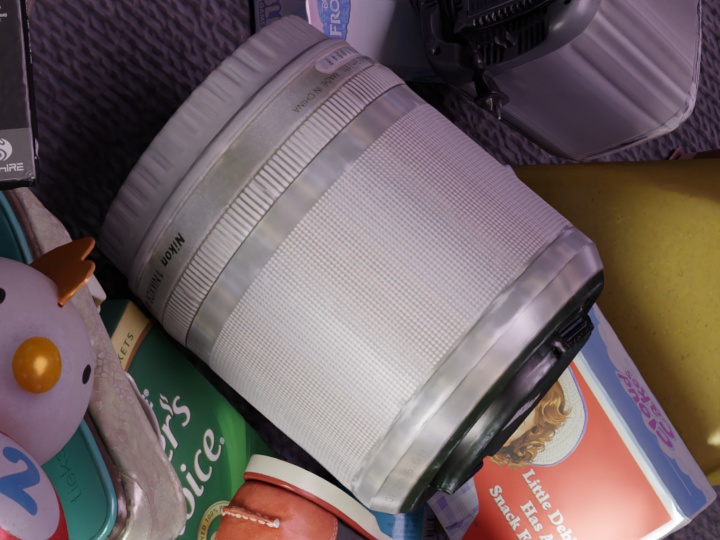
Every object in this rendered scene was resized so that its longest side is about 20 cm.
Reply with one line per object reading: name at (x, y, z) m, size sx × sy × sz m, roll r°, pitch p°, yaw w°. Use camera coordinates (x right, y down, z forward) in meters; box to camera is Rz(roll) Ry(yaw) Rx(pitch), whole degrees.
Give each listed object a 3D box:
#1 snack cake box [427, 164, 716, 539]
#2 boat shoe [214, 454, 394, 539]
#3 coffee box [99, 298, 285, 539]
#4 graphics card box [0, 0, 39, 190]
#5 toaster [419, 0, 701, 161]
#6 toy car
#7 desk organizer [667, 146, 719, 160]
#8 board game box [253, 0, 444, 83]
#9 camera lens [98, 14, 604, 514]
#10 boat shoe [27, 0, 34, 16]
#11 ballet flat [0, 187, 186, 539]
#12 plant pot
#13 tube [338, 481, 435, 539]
snack cake box at (0.074, 0.062, 1.436) m, size 0.200 × 0.115 × 0.067 m, roll 58°, pitch 21°, yaw 5°
boat shoe at (0.001, 0.155, 1.367) m, size 0.200 × 0.071 × 0.063 m, roll 39°, pitch 66°, yaw -44°
coffee box at (-0.087, 0.121, 1.355) m, size 0.200 × 0.044 × 0.123 m, roll 50°, pitch 51°, yaw -33°
graphics card box at (-0.203, -0.129, 1.202) m, size 0.125 × 0.051 × 0.201 m, roll -6°, pitch 87°, yaw -6°
toaster at (0.106, -0.145, 1.482) m, size 0.129 × 0.113 × 0.201 m, roll 34°, pitch 45°, yaw -44°
toy car at (-0.158, 0.060, 1.164) m, size 0.184 × 0.177 × 0.200 m, roll 40°, pitch 65°, yaw -25°
desk organizer at (0.242, 0.025, 1.722) m, size 0.072 × 0.077 × 0.201 m, roll -46°, pitch 119°, yaw -42°
board game box at (0.019, -0.202, 1.523) m, size 0.199 × 0.043 × 0.201 m, roll 0°, pitch 85°, yaw -49°
camera lens at (0.000, 0.000, 1.329) m, size 0.200 × 0.160 × 0.160 m, roll 41°, pitch 46°, yaw 8°
boat shoe at (-0.179, -0.133, 1.278) m, size 0.073 × 0.074 × 0.201 m, roll 30°, pitch 65°, yaw -13°
ballet flat at (-0.133, 0.038, 1.271) m, size 0.062 × 0.067 × 0.201 m, roll -3°, pitch 67°, yaw -52°
plant pot at (0.161, 0.029, 1.537) m, size 0.194 × 0.199 × 0.197 m, roll -5°, pitch 87°, yaw -49°
tube at (0.009, 0.203, 1.457) m, size 0.077 × 0.050 × 0.201 m, roll 9°, pitch 82°, yaw -52°
